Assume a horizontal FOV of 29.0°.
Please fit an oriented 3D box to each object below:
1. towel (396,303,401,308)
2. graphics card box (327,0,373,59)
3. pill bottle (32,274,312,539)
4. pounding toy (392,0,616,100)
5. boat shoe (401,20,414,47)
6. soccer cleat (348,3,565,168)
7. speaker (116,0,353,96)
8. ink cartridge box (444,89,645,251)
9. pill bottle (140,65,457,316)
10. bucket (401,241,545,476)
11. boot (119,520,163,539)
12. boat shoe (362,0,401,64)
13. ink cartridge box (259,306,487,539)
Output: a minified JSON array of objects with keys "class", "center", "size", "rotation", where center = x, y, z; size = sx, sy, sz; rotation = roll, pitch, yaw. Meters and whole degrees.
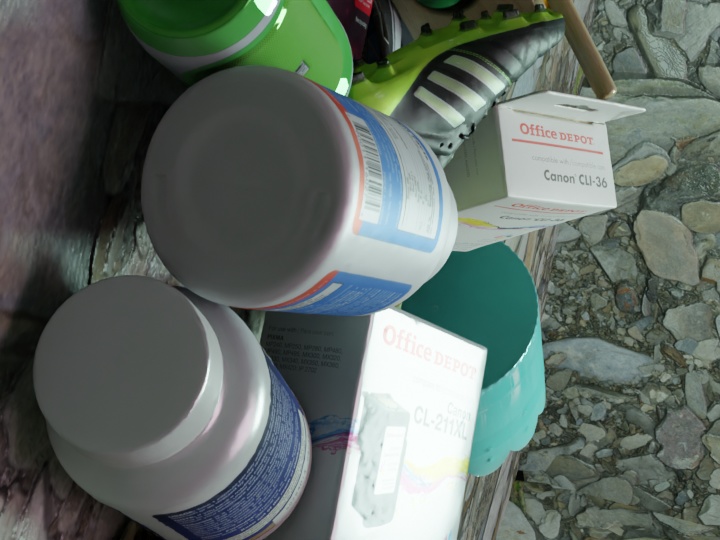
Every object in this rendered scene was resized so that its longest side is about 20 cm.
[{"class":"towel","center":[0.000,0.000,0.950],"size":[0.086,0.018,0.201],"rotation":[-26,143,-31]},{"class":"graphics card box","center":[-0.045,-0.097,0.883],"size":[0.125,0.050,0.202],"rotation":[-5,109,-78]},{"class":"pill bottle","center":[-0.093,0.073,0.703],"size":[0.200,0.110,0.112],"rotation":[69,36,-69]},{"class":"pounding toy","center":[0.098,-0.236,0.989],"size":[0.185,0.141,0.201],"rotation":[55,39,-33]},{"class":"boat shoe","center":[0.041,-0.184,1.101],"size":[0.201,0.073,0.066],"rotation":[75,28,-56]},{"class":"soccer cleat","center":[0.053,-0.111,0.876],"size":[0.199,0.067,0.082],"rotation":[-28,115,-30]},{"class":"speaker","center":[-0.059,-0.125,0.715],"size":[0.200,0.088,0.089],"rotation":[35,69,-77]},{"class":"ink cartridge box","center":[0.100,-0.067,0.999],"size":[0.116,0.199,0.068],"rotation":[2,77,-39]},{"class":"pill bottle","center":[-0.018,-0.033,0.715],"size":[0.200,0.111,0.113],"rotation":[12,92,-68]},{"class":"bucket","center":[0.067,0.067,1.218],"size":[0.135,0.205,0.208],"rotation":[79,27,-56]},{"class":"boot","center":[-0.108,0.212,0.880],"size":[0.200,0.071,0.156],"rotation":[-47,145,-66]},{"class":"boat shoe","center":[-0.001,-0.115,0.971],"size":[0.066,0.069,0.202],"rotation":[24,67,-66]},{"class":"ink cartridge box","center":[-0.003,0.125,0.854],"size":[0.145,0.082,0.202],"rotation":[24,73,-53]}]
